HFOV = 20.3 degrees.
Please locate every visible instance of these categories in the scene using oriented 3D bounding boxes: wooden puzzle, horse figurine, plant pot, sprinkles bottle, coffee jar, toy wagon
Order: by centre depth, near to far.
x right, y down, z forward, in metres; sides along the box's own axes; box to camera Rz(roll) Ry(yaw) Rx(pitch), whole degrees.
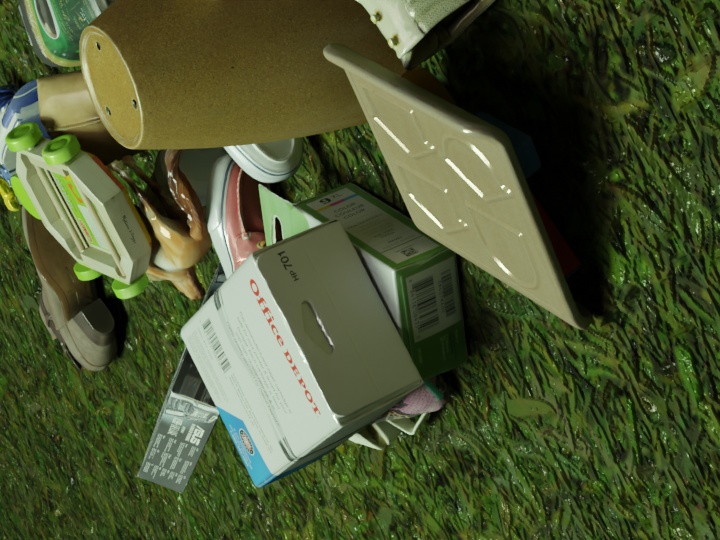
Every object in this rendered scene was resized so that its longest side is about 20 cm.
[{"bbox_3d":[0.074,-0.065,1.363,0.185,0.046,0.200,35,162,48],"label":"wooden puzzle"},{"bbox_3d":[-0.095,-0.164,1.465,0.186,0.200,0.187,43,147,38],"label":"plant pot"},{"bbox_3d":[-0.174,-0.038,1.760,0.133,0.050,0.200,45,154,-1],"label":"horse figurine"},{"bbox_3d":[-0.258,-0.060,1.772,0.200,0.040,0.156,21,142,50],"label":"toy wagon"},{"bbox_3d":[-0.240,-0.246,1.804,0.200,0.085,0.105,-10,98,63],"label":"coffee jar"},{"bbox_3d":[-0.170,-0.058,1.847,0.068,0.068,0.200,60,154,13],"label":"sprinkles bottle"}]

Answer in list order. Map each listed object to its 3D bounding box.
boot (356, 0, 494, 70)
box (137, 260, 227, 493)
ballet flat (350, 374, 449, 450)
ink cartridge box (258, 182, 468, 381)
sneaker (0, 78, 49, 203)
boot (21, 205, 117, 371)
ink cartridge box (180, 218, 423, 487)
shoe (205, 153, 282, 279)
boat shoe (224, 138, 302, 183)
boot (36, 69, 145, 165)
[{"bbox_3d":[-0.011,-0.197,1.336,0.200,0.072,0.155,-32,84,23],"label":"boot"},{"bbox_3d":[-0.141,0.092,1.825,0.050,0.158,0.200,21,148,-4],"label":"box"},{"bbox_3d":[0.015,0.110,1.650,0.071,0.069,0.200,43,156,-10],"label":"ballet flat"},{"bbox_3d":[0.000,0.000,1.578,0.200,0.059,0.104,32,138,49],"label":"ink cartridge box"},{"bbox_3d":[-0.375,-0.159,2.142,0.115,0.080,0.200,57,155,14],"label":"sneaker"},{"bbox_3d":[-0.330,0.019,2.222,0.201,0.070,0.146,64,157,5],"label":"boot"},{"bbox_3d":[-0.050,0.068,1.560,0.147,0.086,0.200,63,151,8],"label":"ink cartridge box"},{"bbox_3d":[-0.068,-0.004,1.707,0.091,0.071,0.201,-4,97,40],"label":"shoe"},{"bbox_3d":[-0.094,-0.168,1.602,0.201,0.073,0.067,67,155,0],"label":"boat shoe"},{"bbox_3d":[-0.204,-0.167,1.701,0.199,0.066,0.175,-7,123,39],"label":"boot"}]
